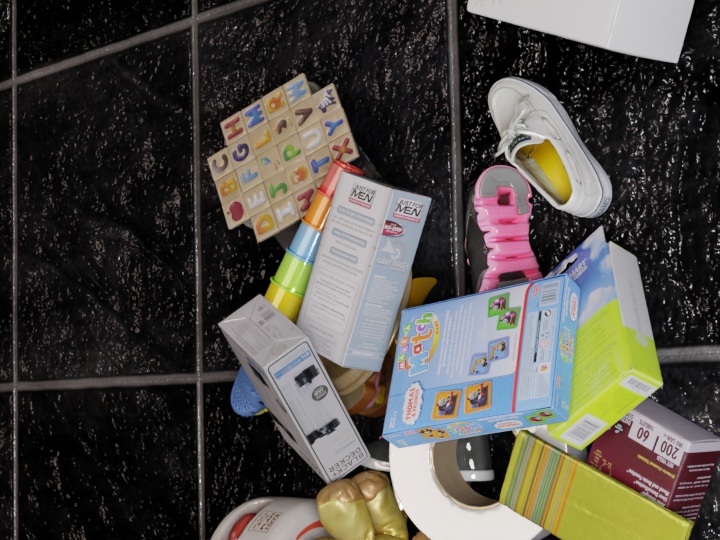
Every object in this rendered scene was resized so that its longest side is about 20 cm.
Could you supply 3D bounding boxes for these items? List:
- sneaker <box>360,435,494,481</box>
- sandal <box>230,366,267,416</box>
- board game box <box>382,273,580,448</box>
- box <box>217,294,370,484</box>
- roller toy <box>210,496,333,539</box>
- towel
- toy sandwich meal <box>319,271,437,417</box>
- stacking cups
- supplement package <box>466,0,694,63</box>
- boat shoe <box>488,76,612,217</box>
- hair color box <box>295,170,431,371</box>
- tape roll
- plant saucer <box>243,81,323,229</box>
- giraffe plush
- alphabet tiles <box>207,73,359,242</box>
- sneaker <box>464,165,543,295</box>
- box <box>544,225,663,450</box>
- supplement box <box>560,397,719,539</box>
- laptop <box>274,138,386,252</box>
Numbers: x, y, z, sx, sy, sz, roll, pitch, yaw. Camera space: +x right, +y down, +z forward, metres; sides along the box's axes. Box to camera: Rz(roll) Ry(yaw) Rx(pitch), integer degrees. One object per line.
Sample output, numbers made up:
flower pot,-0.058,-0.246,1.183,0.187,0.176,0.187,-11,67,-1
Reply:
sneaker,0.069,0.181,1.718,0.200,0.071,0.099,0,86,42
sandal,-0.123,0.102,1.918,0.079,0.087,0.200,47,123,36
board game box,0.121,0.093,1.530,0.200,0.037,0.151,-13,52,34
box,-0.072,0.135,1.693,0.117,0.060,0.200,39,160,49
roller toy,-0.081,0.358,1.778,0.140,0.200,0.183,-6,77,47
towel,0.225,0.234,1.476,0.200,0.018,0.086,27,113,34
toy sandwich meal,0.021,0.074,1.768,0.205,0.070,0.205,-49,25,33
stacking cups,-0.058,-0.032,1.755,0.061,0.060,0.200,33,104,44
supplement package,0.226,-0.291,1.535,0.200,0.117,0.117,26,106,46
boat shoe,0.178,-0.133,1.600,0.075,0.086,0.202,-52,53,32
hair color box,0.000,0.000,1.671,0.099,0.061,0.200,24,100,49
tape roll,0.132,0.196,1.593,0.202,0.071,0.203,-1,88,25
plant saucer,-0.114,-0.152,1.901,0.200,0.050,0.200,-38,40,41
giraffe plush,0.046,0.331,1.678,0.162,0.173,0.200,6,97,37
alphabet tiles,-0.096,-0.136,1.828,0.200,0.006,0.166,-28,70,26
sneaker,0.146,-0.011,1.653,0.095,0.079,0.200,166,104,-68
box,0.231,0.065,1.514,0.122,0.048,0.200,-46,29,35
supplement box,0.269,0.235,1.497,0.109,0.061,0.200,30,110,44
laptop,-0.041,-0.034,1.793,0.177,0.103,0.200,-46,71,31
